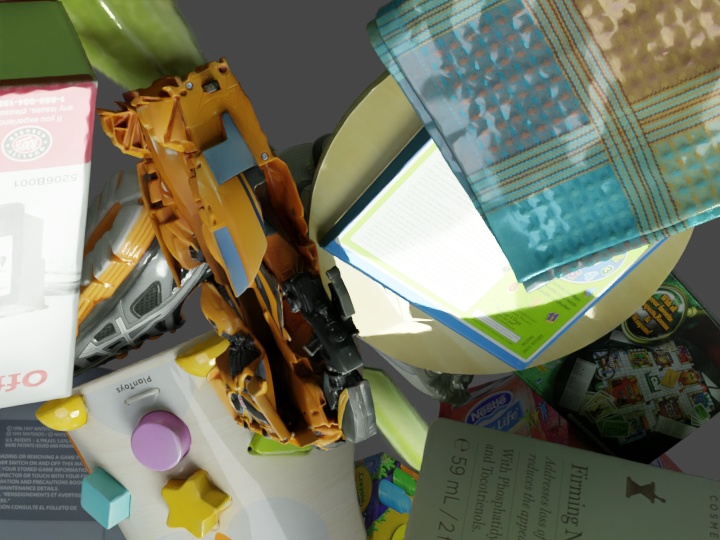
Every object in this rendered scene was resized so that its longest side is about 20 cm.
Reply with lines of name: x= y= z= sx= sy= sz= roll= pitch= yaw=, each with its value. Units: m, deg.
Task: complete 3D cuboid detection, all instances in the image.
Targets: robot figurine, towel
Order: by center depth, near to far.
towel: x=0.111 y=-0.082 z=0.593 sx=0.200 sy=0.022 sz=0.147 roll=-23 pitch=105 yaw=36
robot figurine: x=-0.058 y=0.001 z=0.706 sx=0.145 sy=0.058 sz=0.201 roll=4 pitch=117 yaw=67

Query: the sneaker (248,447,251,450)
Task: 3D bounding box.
sneaker: x=-0.129 y=0.172 z=1.043 sx=0.090 sy=0.070 sz=0.200 roll=15 pitch=147 yaw=-24

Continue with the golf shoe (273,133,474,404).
golf shoe: x=0.000 y=0.000 z=0.805 sx=0.097 sy=0.078 sz=0.200 roll=1 pitch=141 yaw=38

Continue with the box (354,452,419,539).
box: x=0.027 y=0.271 z=1.034 sx=0.122 sy=0.200 sz=0.192 roll=-26 pitch=132 yaw=36

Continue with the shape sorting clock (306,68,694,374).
shape sorting clock: x=0.072 y=-0.032 z=0.712 sx=0.199 sy=0.039 sz=0.200 roll=-5 pitch=127 yaw=-6

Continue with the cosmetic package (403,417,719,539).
cosmetic package: x=0.110 y=0.212 z=0.800 sx=0.199 sy=0.168 sz=0.167 roll=12 pitch=131 yaw=4

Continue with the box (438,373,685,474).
box: x=0.142 y=0.154 z=0.943 sx=0.099 sy=0.096 sz=0.200 roll=-21 pitch=134 yaw=31

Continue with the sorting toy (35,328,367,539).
sorting toy: x=-0.081 y=0.127 z=0.850 sx=0.200 sy=0.107 sz=0.181 roll=-23 pitch=94 yaw=21

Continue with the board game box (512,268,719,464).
board game box: x=0.138 y=0.036 z=0.815 sx=0.105 sy=0.023 sz=0.200 roll=-37 pitch=128 yaw=14

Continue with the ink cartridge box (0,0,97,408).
ink cartridge box: x=-0.211 y=-0.023 z=0.705 sx=0.145 sy=0.083 sz=0.200 roll=-8 pitch=131 yaw=-25

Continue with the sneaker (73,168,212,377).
sneaker: x=-0.140 y=0.019 z=0.839 sx=0.077 sy=0.079 sz=0.200 roll=16 pitch=146 yaw=-28

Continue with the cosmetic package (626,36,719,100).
cosmetic package: x=0.219 y=-0.110 z=0.598 sx=0.200 sy=0.071 sz=0.101 roll=-25 pitch=132 yaw=37

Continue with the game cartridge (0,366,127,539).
game cartridge: x=-0.217 y=0.125 z=0.940 sx=0.199 sy=0.134 sz=0.040 roll=2 pitch=160 yaw=0
